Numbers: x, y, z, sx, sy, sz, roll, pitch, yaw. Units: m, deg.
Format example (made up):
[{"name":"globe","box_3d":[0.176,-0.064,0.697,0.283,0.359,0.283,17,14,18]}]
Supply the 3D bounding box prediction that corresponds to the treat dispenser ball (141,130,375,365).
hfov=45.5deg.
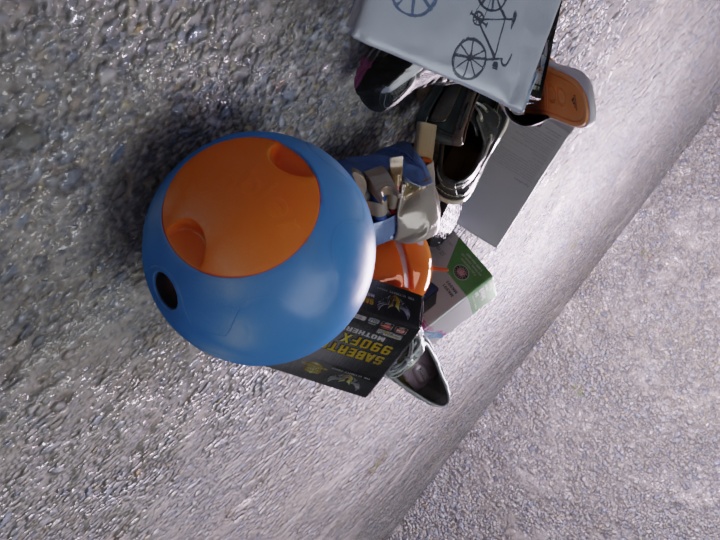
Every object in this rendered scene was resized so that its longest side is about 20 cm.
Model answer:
[{"name":"treat dispenser ball","box_3d":[-0.087,-0.018,0.745,0.201,0.201,0.201,-42,158,-21]}]

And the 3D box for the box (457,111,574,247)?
[{"name":"box","box_3d":[0.223,-0.153,1.270,0.200,0.097,0.124,-61,173,26]}]

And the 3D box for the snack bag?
[{"name":"snack bag","box_3d":[0.102,-0.260,0.755,0.199,0.021,0.189,16,96,-29]}]

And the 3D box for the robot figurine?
[{"name":"robot figurine","box_3d":[-0.001,-0.001,1.029,0.199,0.117,0.144,-14,178,-17]}]

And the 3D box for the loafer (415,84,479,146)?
[{"name":"loafer","box_3d":[0.139,-0.230,1.007,0.200,0.063,0.072,-58,157,-8]}]

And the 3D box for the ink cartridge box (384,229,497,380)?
[{"name":"ink cartridge box","box_3d":[0.064,0.029,1.178,0.200,0.145,0.088,-37,158,-1]}]

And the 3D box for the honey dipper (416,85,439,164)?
[{"name":"honey dipper","box_3d":[0.096,-0.176,1.094,0.038,0.038,0.200,-48,158,-6]}]

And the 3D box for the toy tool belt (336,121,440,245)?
[{"name":"toy tool belt","box_3d":[0.000,-0.090,0.949,0.199,0.125,0.123,-20,129,-25]}]

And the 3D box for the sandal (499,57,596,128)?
[{"name":"sandal","box_3d":[0.187,-0.195,0.940,0.059,0.207,0.080,-14,110,-9]}]

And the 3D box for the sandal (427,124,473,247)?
[{"name":"sandal","box_3d":[0.116,-0.124,1.115,0.075,0.045,0.201,44,64,-71]}]

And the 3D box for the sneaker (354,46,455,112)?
[{"name":"sneaker","box_3d":[0.085,-0.220,0.882,0.200,0.080,0.086,-43,129,-17]}]

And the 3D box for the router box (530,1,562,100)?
[{"name":"router box","box_3d":[0.143,-0.280,0.838,0.149,0.051,0.201,2,102,-50]}]

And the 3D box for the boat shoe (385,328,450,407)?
[{"name":"boat shoe","box_3d":[0.064,0.115,1.079,0.074,0.065,0.202,-38,145,-3]}]

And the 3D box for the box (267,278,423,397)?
[{"name":"box","box_3d":[-0.053,0.057,0.939,0.159,0.199,0.048,123,-18,-47]}]

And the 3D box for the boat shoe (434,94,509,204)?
[{"name":"boat shoe","box_3d":[0.140,-0.182,1.054,0.068,0.072,0.201,59,50,-70]}]
